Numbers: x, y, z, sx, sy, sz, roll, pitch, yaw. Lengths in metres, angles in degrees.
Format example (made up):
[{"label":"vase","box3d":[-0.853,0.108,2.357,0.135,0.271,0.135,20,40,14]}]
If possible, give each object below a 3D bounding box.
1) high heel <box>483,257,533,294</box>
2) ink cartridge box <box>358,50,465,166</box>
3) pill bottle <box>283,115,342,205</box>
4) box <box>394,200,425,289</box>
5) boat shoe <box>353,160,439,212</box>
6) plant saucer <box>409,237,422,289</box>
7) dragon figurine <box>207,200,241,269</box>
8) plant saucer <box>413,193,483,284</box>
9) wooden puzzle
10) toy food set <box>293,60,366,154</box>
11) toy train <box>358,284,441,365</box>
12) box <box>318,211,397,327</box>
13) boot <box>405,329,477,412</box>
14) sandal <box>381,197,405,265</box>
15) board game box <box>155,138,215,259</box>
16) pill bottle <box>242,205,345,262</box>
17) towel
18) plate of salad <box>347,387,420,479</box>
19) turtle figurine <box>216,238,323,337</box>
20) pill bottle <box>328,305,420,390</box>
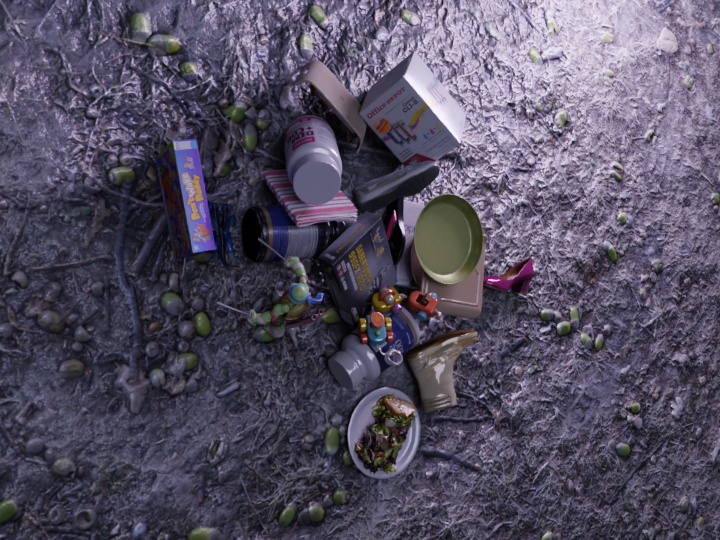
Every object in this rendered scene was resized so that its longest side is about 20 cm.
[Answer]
[{"label":"high heel","box3d":[0.374,0.006,1.655,0.198,0.067,0.098,6,93,-45]},{"label":"ink cartridge box","box3d":[0.120,-0.355,1.459,0.200,0.145,0.146,44,38,-20]},{"label":"pill bottle","box3d":[-0.096,-0.224,1.304,0.111,0.201,0.115,-5,126,-7]},{"label":"box","box3d":[0.142,-0.055,1.539,0.143,0.036,0.203,9,83,-30]},{"label":"boat shoe","box3d":[0.080,-0.199,1.444,0.074,0.200,0.065,43,23,-61]},{"label":"plant saucer","box3d":[0.190,-0.023,1.527,0.198,0.034,0.204,3,85,-32]},{"label":"dragon figurine","box3d":[-0.265,-0.072,1.227,0.058,0.200,0.101,-4,111,-14]},{"label":"plant saucer","box3d":[0.194,-0.071,1.452,0.197,0.031,0.204,-1,92,-31]},{"label":"wooden puzzle","box3d":[0.214,0.002,1.504,0.183,0.037,0.203,10,86,-31]},{"label":"toy food set","box3d":[-0.062,-0.356,1.403,0.200,0.060,0.144,45,27,-19]},{"label":"toy train","box3d":[0.083,0.095,1.366,0.149,0.056,0.201,30,56,13]},{"label":"box","box3d":[0.000,0.000,1.387,0.158,0.048,0.202,-44,140,-26]},{"label":"boot","box3d":[0.211,0.237,1.536,0.198,0.073,0.158,-19,96,-29]},{"label":"sandal","box3d":[0.067,-0.110,1.480,0.045,0.075,0.203,10,73,-32]},{"label":"board game box","box3d":[-0.329,-0.129,1.204,0.044,0.134,0.203,-11,91,-31]},{"label":"pill bottle","box3d":[-0.135,-0.078,1.330,0.197,0.111,0.114,-5,89,-32]},{"label":"towel","box3d":[-0.109,-0.154,1.329,0.145,0.200,0.030,-7,129,-31]},{"label":"plate of salad","box3d":[0.061,0.368,1.451,0.197,0.048,0.204,3,85,-31]},{"label":"turtle figurine","box3d":[-0.169,0.044,1.266,0.197,0.194,0.146,7,66,-6]},{"label":"pill bottle","box3d":[0.028,0.169,1.409,0.199,0.110,0.112,-36,104,-28]}]
